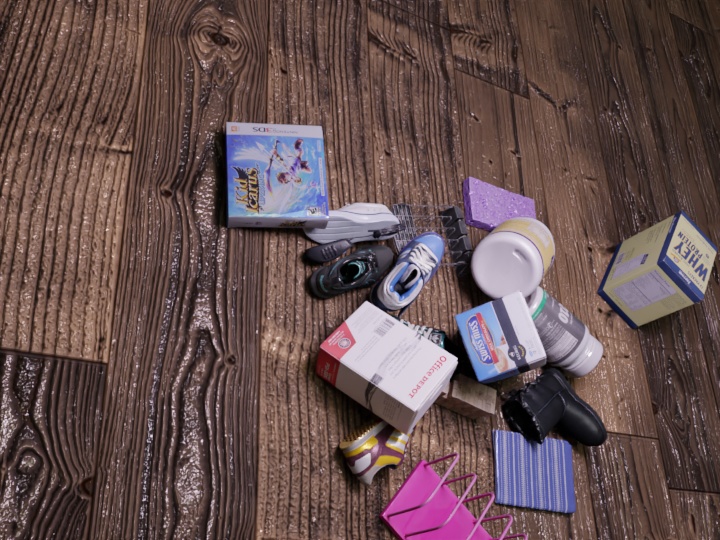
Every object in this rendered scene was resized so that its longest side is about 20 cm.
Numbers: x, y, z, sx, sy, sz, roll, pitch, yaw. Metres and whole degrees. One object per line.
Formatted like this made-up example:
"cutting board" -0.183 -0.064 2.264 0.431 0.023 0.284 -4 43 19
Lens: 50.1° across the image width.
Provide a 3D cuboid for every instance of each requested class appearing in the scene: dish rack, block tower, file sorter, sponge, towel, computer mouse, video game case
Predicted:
"dish rack" 0.143 -0.066 1.592 0.200 0.055 0.154 -1 67 -32
"block tower" 0.161 0.221 1.459 0.200 0.058 0.054 26 55 -19
"file sorter" 0.165 0.433 1.310 0.200 0.125 0.139 49 50 -4
"sponge" 0.322 -0.135 1.761 0.200 0.030 0.112 14 60 -28
"towel" 0.342 0.397 1.520 0.200 0.024 0.145 15 61 -25
"computer mouse" -0.007 -0.049 1.437 0.200 0.059 0.034 -16 95 -6
"video game case" -0.155 -0.175 1.411 0.181 0.045 0.200 0 66 -12

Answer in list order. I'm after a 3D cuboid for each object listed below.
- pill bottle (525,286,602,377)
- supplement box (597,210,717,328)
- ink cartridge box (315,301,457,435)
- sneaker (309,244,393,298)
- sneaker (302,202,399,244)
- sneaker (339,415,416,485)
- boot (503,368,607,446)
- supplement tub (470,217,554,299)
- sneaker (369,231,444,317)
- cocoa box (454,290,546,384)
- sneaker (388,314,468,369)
"pill bottle" 0.408 0.132 1.633 0.200 0.113 0.113 38 52 -13
"supplement box" 0.711 0.000 1.846 0.134 0.200 0.200 44 51 -9
"ink cartridge box" 0.044 0.167 1.337 0.200 0.083 0.147 32 48 18
"sneaker" 0.000 0.000 1.440 0.200 0.079 0.075 -28 95 -40
"sneaker" -0.024 -0.094 1.491 0.200 0.073 0.071 1 36 -28
"sneaker" 0.055 0.294 1.347 0.200 0.075 0.090 -27 92 -33
"boot" 0.391 0.299 1.556 0.162 0.073 0.198 -24 73 -45
"supplement tub" 0.324 -0.030 1.609 0.145 0.145 0.200 54 30 1
"sneaker" 0.106 -0.002 1.434 0.081 0.146 0.200 46 75 -5
"cocoa box" 0.269 0.134 1.465 0.200 0.131 0.134 37 33 -73
"sneaker" 0.116 0.129 1.455 0.200 0.080 0.071 28 56 -21
